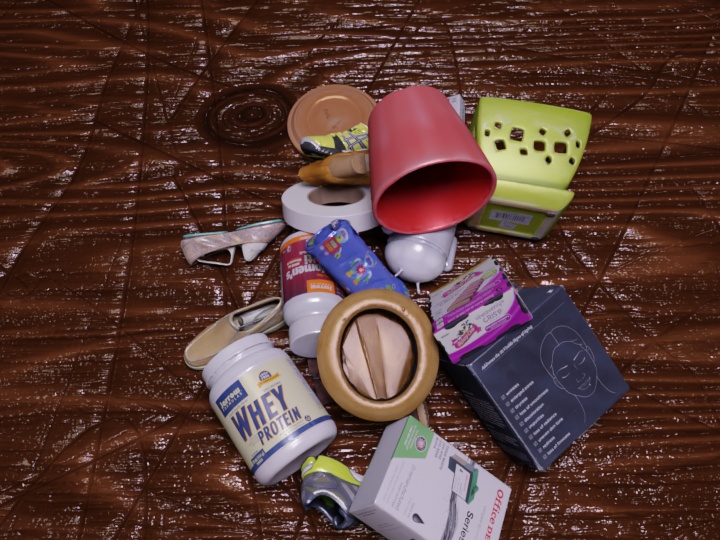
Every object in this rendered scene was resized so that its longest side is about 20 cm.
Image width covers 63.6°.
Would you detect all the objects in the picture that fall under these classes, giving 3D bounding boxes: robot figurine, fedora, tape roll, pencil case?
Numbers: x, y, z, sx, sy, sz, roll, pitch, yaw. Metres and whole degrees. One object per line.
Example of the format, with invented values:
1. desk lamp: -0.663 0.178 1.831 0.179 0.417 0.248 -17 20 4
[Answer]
1. robot figurine: 0.110 -0.063 1.049 0.169 0.113 0.201 28 67 -26
2. fedora: 0.025 0.131 0.905 0.200 0.082 0.201 1 77 -2
3. tape roll: -0.043 -0.123 1.061 0.202 0.037 0.203 -1 28 1
4. pencil case: 0.000 0.000 0.957 0.087 0.078 0.200 -46 109 -10

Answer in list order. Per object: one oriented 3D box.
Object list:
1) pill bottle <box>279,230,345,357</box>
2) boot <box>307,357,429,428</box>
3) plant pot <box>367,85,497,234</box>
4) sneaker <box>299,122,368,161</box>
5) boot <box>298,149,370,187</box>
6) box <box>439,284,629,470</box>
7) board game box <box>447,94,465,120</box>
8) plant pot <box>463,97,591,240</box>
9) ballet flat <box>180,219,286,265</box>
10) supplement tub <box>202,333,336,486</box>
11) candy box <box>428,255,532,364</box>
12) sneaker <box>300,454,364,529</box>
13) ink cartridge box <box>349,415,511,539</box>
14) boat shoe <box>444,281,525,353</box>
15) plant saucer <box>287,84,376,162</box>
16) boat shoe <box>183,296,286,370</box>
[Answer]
1. pill bottle: -0.081 0.039 0.996 0.109 0.110 0.201 -7 56 -2
2. boot: 0.013 0.198 0.977 0.166 0.072 0.200 -24 69 4
3. plant pot: 0.098 -0.185 0.940 0.200 0.201 0.178 -11 63 -4
4. sneaker: -0.022 -0.246 1.130 0.199 0.075 0.077 2 90 -23
5. boot: -0.004 -0.190 1.081 0.144 0.201 0.071 1 96 44
6. box: 0.269 0.160 0.911 0.200 0.124 0.197 -36 97 -14
7. board game box: 0.139 -0.243 1.143 0.126 0.035 0.201 -8 63 29
8. plant pot: 0.284 -0.172 1.055 0.199 0.199 0.182 11 73 5
9. ballet flat: -0.232 -0.046 1.084 0.199 0.068 0.067 -10 86 2
10. supplement tub: -0.146 0.215 0.916 0.145 0.145 0.200 -34 70 -13
11. candy box: 0.182 0.055 0.928 0.136 0.200 0.061 -33 99 11
12. sneaker: -0.003 0.353 0.868 0.199 0.074 0.081 21 34 -4
13. ink cartridge box: 0.106 0.332 0.841 0.200 0.084 0.146 36 51 -8
14. boat shoe: 0.218 0.095 1.010 0.200 0.073 0.065 -35 51 -14
15. plant saucer: -0.053 -0.307 1.205 0.200 0.032 0.201 0 66 1
16. boat shoe: -0.219 0.099 1.005 0.200 0.076 0.072 -33 70 -12
